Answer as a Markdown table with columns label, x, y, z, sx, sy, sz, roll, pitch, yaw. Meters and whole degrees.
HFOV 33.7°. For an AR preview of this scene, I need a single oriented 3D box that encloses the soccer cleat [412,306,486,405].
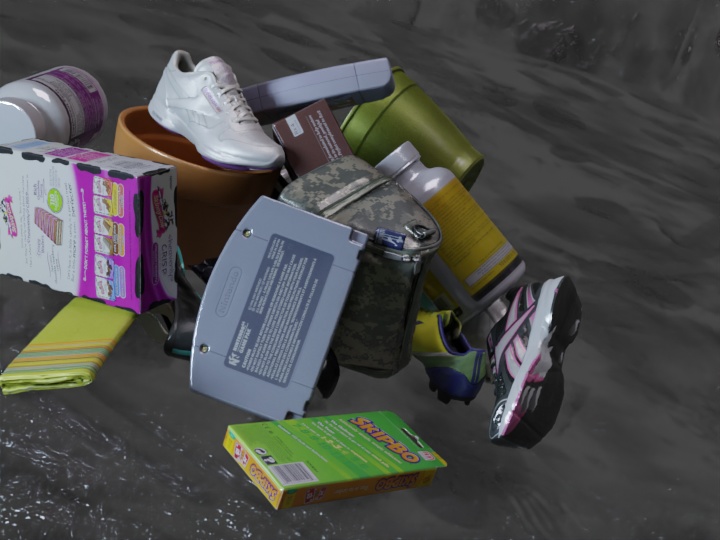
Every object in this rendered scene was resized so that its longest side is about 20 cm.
| label | x | y | z | sx | sy | sz | roll | pitch | yaw |
| --- | --- | --- | --- | --- | --- | --- | --- | --- | --- |
| soccer cleat | 0.082 | 0.071 | 1.339 | 0.064 | 0.084 | 0.200 | 6 | 25 | -31 |

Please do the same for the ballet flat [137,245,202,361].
| label | x | y | z | sx | sy | sz | roll | pitch | yaw |
| --- | --- | --- | --- | --- | --- | --- | --- | --- | --- |
| ballet flat | -0.202 | 0.026 | 1.231 | 0.068 | 0.069 | 0.200 | -5 | 30 | -23 |

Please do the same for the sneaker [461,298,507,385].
| label | x | y | z | sx | sy | sz | roll | pitch | yaw |
| --- | --- | --- | --- | --- | --- | --- | --- | --- | --- |
| sneaker | 0.155 | 0.105 | 1.368 | 0.086 | 0.075 | 0.200 | -12 | 31 | -18 |

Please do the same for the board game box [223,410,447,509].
| label | x | y | z | sx | sy | sz | roll | pitch | yaw |
| --- | --- | --- | --- | --- | --- | --- | --- | --- | --- |
| board game box | -0.019 | 0.169 | 1.089 | 0.199 | 0.030 | 0.095 | -2 | 31 | -39 |

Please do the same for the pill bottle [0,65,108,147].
| label | x | y | z | sx | sy | sz | roll | pitch | yaw |
| --- | --- | --- | --- | --- | --- | --- | --- | --- | --- |
| pill bottle | -0.408 | -0.192 | 1.517 | 0.111 | 0.113 | 0.200 | 21 | 21 | 5 |

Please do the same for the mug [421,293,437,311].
| label | x | y | z | sx | sy | sz | roll | pitch | yaw |
| --- | --- | --- | --- | --- | --- | --- | --- | --- | --- |
| mug | 0.051 | -0.032 | 1.471 | 0.184 | 0.153 | 0.114 | 22 | 22 | 9 |

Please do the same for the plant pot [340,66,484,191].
| label | x | y | z | sx | sy | sz | roll | pitch | yaw |
| --- | --- | --- | --- | --- | --- | --- | --- | --- | --- |
| plant pot | 0.080 | -0.175 | 1.832 | 0.192 | 0.201 | 0.200 | 37 | 24 | 11 |

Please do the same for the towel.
| label | x | y | z | sx | sy | sz | roll | pitch | yaw |
| --- | --- | --- | --- | --- | --- | --- | --- | --- | --- |
| towel | -0.259 | 0.064 | 1.107 | 0.085 | 0.018 | 0.200 | -3 | 19 | 8 |

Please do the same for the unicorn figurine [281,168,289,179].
| label | x | y | z | sx | sy | sz | roll | pitch | yaw |
| --- | --- | --- | --- | --- | --- | --- | --- | --- | --- |
| unicorn figurine | -0.117 | -0.094 | 1.578 | 0.136 | 0.075 | 0.201 | 5 | 29 | -8 |

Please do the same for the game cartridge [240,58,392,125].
| label | x | y | z | sx | sy | sz | roll | pitch | yaw |
| --- | --- | --- | --- | --- | --- | --- | --- | --- | --- |
| game cartridge | -0.058 | -0.215 | 1.446 | 0.198 | 0.042 | 0.133 | -12 | 5 | 5 |

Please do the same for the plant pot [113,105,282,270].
| label | x | y | z | sx | sy | sz | roll | pitch | yaw |
| --- | --- | --- | --- | --- | --- | --- | --- | --- | --- |
| plant pot | -0.205 | -0.092 | 1.409 | 0.198 | 0.141 | 0.200 | 17 | 20 | -6 |

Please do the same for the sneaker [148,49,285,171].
| label | x | y | z | sx | sy | sz | roll | pitch | yaw |
| --- | --- | --- | --- | --- | --- | --- | --- | --- | --- |
| sneaker | -0.159 | -0.178 | 1.328 | 0.199 | 0.100 | 0.075 | 33 | 23 | 27 |

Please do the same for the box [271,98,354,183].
| label | x | y | z | sx | sy | sz | roll | pitch | yaw |
| --- | --- | --- | --- | --- | --- | --- | --- | --- | --- |
| box | -0.053 | -0.134 | 1.415 | 0.101 | 0.074 | 0.200 | 63 | -1 | -2 |

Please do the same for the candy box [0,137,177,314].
| label | x | y | z | sx | sy | sz | roll | pitch | yaw |
| --- | --- | --- | --- | --- | --- | --- | --- | --- | --- |
| candy box | -0.273 | -0.048 | 1.176 | 0.198 | 0.138 | 0.061 | 13 | 21 | 29 |

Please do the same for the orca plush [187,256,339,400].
| label | x | y | z | sx | sy | sz | roll | pitch | yaw |
| --- | --- | --- | --- | --- | --- | --- | --- | --- | --- |
| orca plush | -0.083 | 0.040 | 1.225 | 0.200 | 0.071 | 0.105 | 41 | -7 | 30 |

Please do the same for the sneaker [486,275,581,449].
| label | x | y | z | sx | sy | sz | roll | pitch | yaw |
| --- | --- | --- | --- | --- | --- | --- | --- | --- | --- |
| sneaker | 0.172 | 0.100 | 1.277 | 0.086 | 0.201 | 0.080 | -2 | -38 | 40 |

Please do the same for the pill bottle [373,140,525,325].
| label | x | y | z | sx | sy | sz | roll | pitch | yaw |
| --- | --- | --- | --- | --- | --- | --- | --- | --- | --- |
| pill bottle | 0.087 | -0.044 | 1.353 | 0.200 | 0.112 | 0.112 | 51 | 24 | -1 |

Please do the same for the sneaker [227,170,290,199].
| label | x | y | z | sx | sy | sz | roll | pitch | yaw |
| --- | --- | --- | --- | --- | --- | --- | --- | --- | --- |
| sneaker | -0.153 | -0.115 | 1.520 | 0.199 | 0.080 | 0.074 | 36 | -2 | 24 |

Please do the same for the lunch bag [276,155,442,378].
| label | x | y | z | sx | sy | sz | roll | pitch | yaw |
| --- | --- | --- | --- | --- | --- | --- | --- | --- | --- |
| lunch bag | 0.000 | 0.000 | 1.270 | 0.167 | 0.201 | 0.139 | 34 | 44 | 26 |

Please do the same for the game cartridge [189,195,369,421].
| label | x | y | z | sx | sy | sz | roll | pitch | yaw |
| --- | --- | --- | --- | --- | --- | --- | --- | --- | --- |
| game cartridge | -0.085 | 0.037 | 1.143 | 0.132 | 0.202 | 0.042 | 19 | -10 | 5 |
